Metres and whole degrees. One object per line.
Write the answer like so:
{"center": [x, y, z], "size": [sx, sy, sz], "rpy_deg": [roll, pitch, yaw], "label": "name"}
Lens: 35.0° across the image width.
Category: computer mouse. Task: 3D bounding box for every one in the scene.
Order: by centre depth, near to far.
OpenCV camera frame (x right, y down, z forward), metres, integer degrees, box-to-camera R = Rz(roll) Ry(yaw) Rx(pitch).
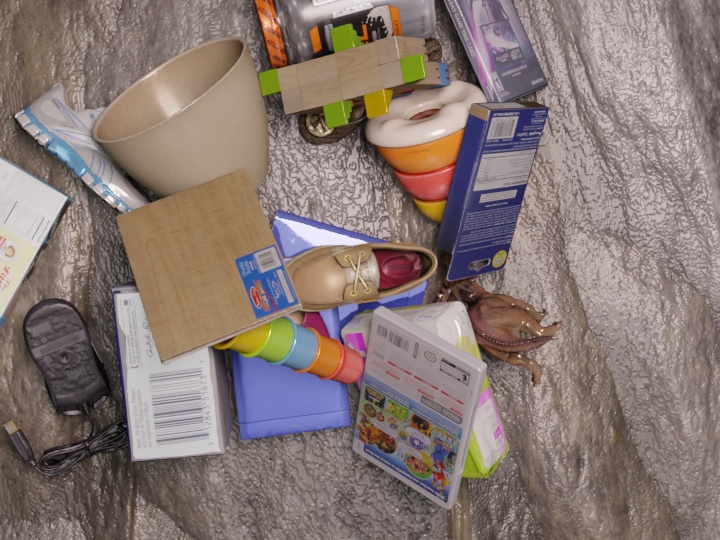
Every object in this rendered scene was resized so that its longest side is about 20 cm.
{"center": [-0.362, 0.138, 1.347], "size": [0.139, 0.046, 0.202], "rpy_deg": [-26, 104, -7], "label": "computer mouse"}

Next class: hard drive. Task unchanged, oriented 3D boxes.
{"center": [-0.087, 0.088, 1.338], "size": [0.130, 0.025, 0.203], "rpy_deg": [-7, 93, -3], "label": "hard drive"}
{"center": [-0.023, 0.018, 1.374], "size": [0.197, 0.025, 0.134], "rpy_deg": [15, 90, -4], "label": "hard drive"}

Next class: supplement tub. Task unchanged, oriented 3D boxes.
{"center": [-0.020, -0.305, 1.319], "size": [0.197, 0.123, 0.124], "rpy_deg": [-16, 92, -2], "label": "supplement tub"}

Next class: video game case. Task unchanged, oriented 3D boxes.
{"center": [0.061, 0.154, 1.268], "size": [0.142, 0.018, 0.202], "rpy_deg": [28, 127, 27], "label": "video game case"}
{"center": [0.147, -0.294, 1.331], "size": [0.019, 0.142, 0.202], "rpy_deg": [-21, 94, 35], "label": "video game case"}

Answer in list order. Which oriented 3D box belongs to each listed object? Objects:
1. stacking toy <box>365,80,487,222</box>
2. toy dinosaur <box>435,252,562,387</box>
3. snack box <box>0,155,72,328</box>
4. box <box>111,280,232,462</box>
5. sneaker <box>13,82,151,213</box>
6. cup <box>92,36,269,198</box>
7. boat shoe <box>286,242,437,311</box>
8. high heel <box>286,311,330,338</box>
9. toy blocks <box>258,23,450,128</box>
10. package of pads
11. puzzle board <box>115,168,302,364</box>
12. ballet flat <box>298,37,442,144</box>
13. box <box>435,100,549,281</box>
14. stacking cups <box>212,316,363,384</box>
{"center": [0.097, -0.106, 1.340], "size": [0.144, 0.146, 0.202], "rpy_deg": [-19, 116, -3], "label": "stacking toy"}
{"center": [0.148, 0.058, 1.316], "size": [0.134, 0.200, 0.087], "rpy_deg": [27, 98, -18], "label": "toy dinosaur"}
{"center": [-0.437, -0.027, 1.339], "size": [0.115, 0.037, 0.202], "rpy_deg": [30, 89, -4], "label": "snack box"}
{"center": [-0.206, 0.101, 1.276], "size": [0.103, 0.200, 0.187], "rpy_deg": [-6, 92, -4], "label": "box"}
{"center": [-0.304, -0.140, 1.331], "size": [0.200, 0.075, 0.087], "rpy_deg": [43, 83, -4], "label": "sneaker"}
{"center": [-0.181, -0.148, 1.292], "size": [0.199, 0.201, 0.144], "rpy_deg": [-32, 117, -2], "label": "cup"}
{"center": [0.000, 0.000, 1.288], "size": [0.198, 0.066, 0.075], "rpy_deg": [-14, 91, -34], "label": "boat shoe"}
{"center": [-0.106, 0.031, 1.265], "size": [0.200, 0.096, 0.068], "rpy_deg": [42, 89, -5], "label": "high heel"}
{"center": [0.007, -0.214, 1.270], "size": [0.197, 0.136, 0.102], "rpy_deg": [-10, 93, 29], "label": "toy blocks"}
{"center": [0.075, 0.139, 1.307], "size": [0.068, 0.153, 0.203], "rpy_deg": [-33, 109, -46], "label": "package of pads"}
{"center": [-0.158, -0.008, 1.173], "size": [0.149, 0.018, 0.201], "rpy_deg": [-21, 53, -7], "label": "puzzle board"}
{"center": [0.013, -0.217, 1.360], "size": [0.198, 0.046, 0.068], "rpy_deg": [-31, 93, -3], "label": "ballet flat"}
{"center": [0.146, -0.091, 1.299], "size": [0.032, 0.120, 0.203], "rpy_deg": [27, 114, 36], "label": "box"}
{"center": [-0.074, 0.076, 1.227], "size": [0.199, 0.060, 0.061], "rpy_deg": [22, 89, -46], "label": "stacking cups"}
